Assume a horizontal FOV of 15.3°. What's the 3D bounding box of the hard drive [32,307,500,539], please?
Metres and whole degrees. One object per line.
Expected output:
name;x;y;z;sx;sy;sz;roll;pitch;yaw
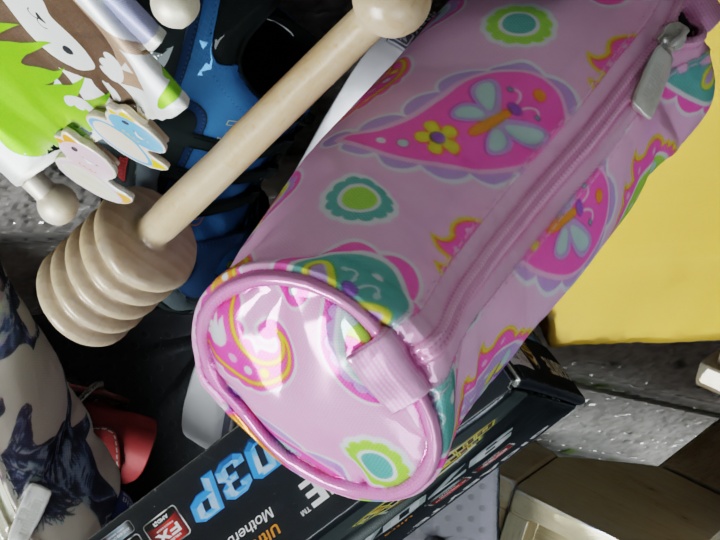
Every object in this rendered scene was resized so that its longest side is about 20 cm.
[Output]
hard drive;-0.042;0.075;1.081;0.199;0.136;0.042;1;-164;4

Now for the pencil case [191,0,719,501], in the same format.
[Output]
pencil case;0.033;-0.023;0.782;0.087;0.200;0.088;21;136;22

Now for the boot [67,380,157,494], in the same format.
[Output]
boot;-0.155;0.037;0.992;0.143;0.073;0.200;-4;140;13

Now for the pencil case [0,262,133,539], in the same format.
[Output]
pencil case;-0.147;0.020;0.901;0.078;0.089;0.201;-29;120;-12

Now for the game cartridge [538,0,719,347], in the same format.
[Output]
game cartridge;0.155;-0.055;0.910;0.199;0.033;0.177;-2;125;-8

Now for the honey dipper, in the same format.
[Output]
honey dipper;-0.038;-0.034;0.814;0.038;0.038;0.200;11;148;-33

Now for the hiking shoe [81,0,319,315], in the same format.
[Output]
hiking shoe;-0.048;-0.045;0.901;0.086;0.075;0.200;-10;153;6

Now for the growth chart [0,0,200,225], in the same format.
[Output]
growth chart;-0.107;-0.080;0.763;0.145;0.018;0.200;41;157;-4

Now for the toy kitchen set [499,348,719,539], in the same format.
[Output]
toy kitchen set;0.106;0.057;1.173;0.200;0.180;0.164;-25;136;-57

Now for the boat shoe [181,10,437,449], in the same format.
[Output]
boat shoe;0.000;0.000;0.930;0.066;0.072;0.200;34;121;6

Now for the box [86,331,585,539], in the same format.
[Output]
box;-0.025;0.082;0.899;0.200;0.046;0.159;-37;169;6
